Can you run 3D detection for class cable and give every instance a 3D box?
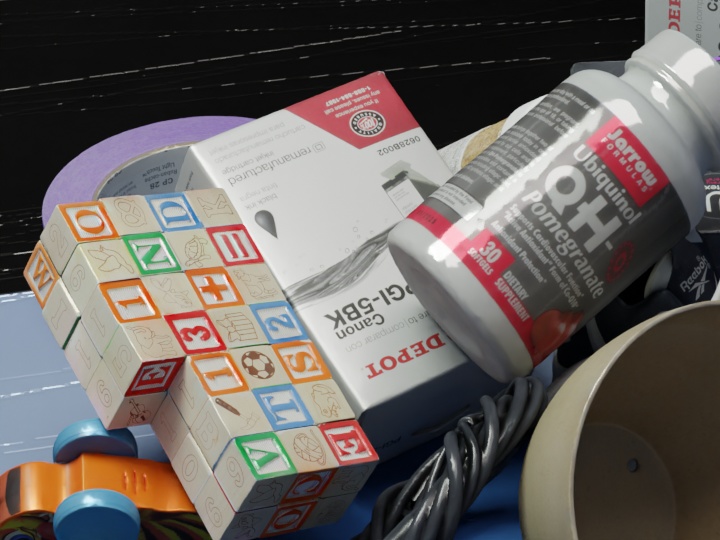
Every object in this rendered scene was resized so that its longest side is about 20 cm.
[{"bbox_3d":[0.039,0.118,1.447,0.051,0.163,0.200,37,44,6],"label":"cable"}]

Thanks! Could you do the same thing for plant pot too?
[{"bbox_3d":[0.159,0.123,1.424,0.200,0.201,0.134,-25,4,-29],"label":"plant pot"}]

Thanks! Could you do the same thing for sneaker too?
[{"bbox_3d":[0.207,0.039,1.566,0.198,0.130,0.080,14,38,22],"label":"sneaker"}]

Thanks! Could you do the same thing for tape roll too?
[{"bbox_3d":[-0.101,-0.020,1.734,0.199,0.066,0.201,-2,34,1],"label":"tape roll"}]

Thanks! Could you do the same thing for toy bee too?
[{"bbox_3d":[-0.161,0.130,1.501,0.199,0.109,0.131,28,41,-5],"label":"toy bee"}]

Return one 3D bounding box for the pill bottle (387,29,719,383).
[{"bbox_3d":[0.121,-0.040,1.510,0.200,0.111,0.111,-41,44,-8],"label":"pill bottle"}]

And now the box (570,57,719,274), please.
[{"bbox_3d":[0.194,-0.037,1.698,0.121,0.107,0.201,-2,35,5],"label":"box"}]

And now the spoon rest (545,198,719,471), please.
[{"bbox_3d":[0.167,0.051,1.498,0.099,0.200,0.061,19,36,-16],"label":"spoon rest"}]

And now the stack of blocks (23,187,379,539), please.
[{"bbox_3d":[-0.090,0.051,1.499,0.115,0.059,0.201,-7,54,-38],"label":"stack of blocks"}]

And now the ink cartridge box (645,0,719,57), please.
[{"bbox_3d":[0.294,-0.164,1.842,0.199,0.146,0.084,11,39,19],"label":"ink cartridge box"}]

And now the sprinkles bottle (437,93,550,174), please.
[{"bbox_3d":[0.076,-0.052,1.668,0.068,0.069,0.200,-27,2,-31],"label":"sprinkles bottle"}]

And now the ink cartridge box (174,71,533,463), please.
[{"bbox_3d":[0.000,0.000,1.608,0.146,0.083,0.200,-24,66,-27],"label":"ink cartridge box"}]
